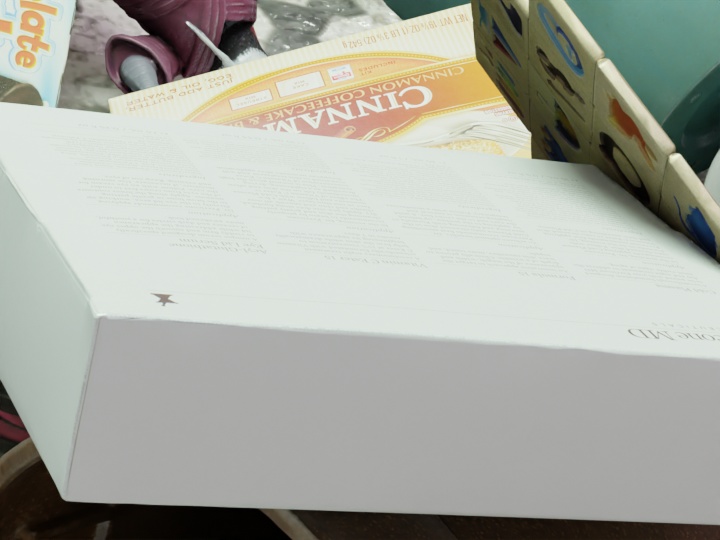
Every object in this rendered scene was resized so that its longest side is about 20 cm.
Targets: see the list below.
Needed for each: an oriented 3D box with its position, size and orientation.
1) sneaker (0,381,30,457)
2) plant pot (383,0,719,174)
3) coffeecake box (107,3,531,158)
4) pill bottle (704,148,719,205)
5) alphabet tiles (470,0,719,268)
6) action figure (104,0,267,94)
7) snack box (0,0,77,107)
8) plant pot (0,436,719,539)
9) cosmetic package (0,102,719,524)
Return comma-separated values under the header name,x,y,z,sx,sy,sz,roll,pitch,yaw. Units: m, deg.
name,x,y,z,sx,sy,sz,roll,pitch,yaw
sneaker,-0.098,0.028,0.760,0.084,0.200,0.077,50,46,-6
plant pot,0.135,-0.139,1.133,0.200,0.201,0.161,-18,61,-44
coffeecake box,0.000,0.000,0.876,0.153,0.073,0.200,-15,41,-5
pill bottle,0.252,-0.049,1.131,0.111,0.111,0.200,33,34,20
alphabet tiles,0.091,-0.008,0.716,0.006,0.166,0.200,-33,73,-6
action figure,-0.100,-0.139,1.062,0.134,0.200,0.149,-44,28,-17
snack box,-0.170,-0.110,0.917,0.116,0.037,0.200,16,68,-23
plant pot,0.018,0.114,0.681,0.200,0.201,0.198,39,37,28
cosmetic package,0.003,0.010,0.615,0.200,0.052,0.151,5,18,-23
